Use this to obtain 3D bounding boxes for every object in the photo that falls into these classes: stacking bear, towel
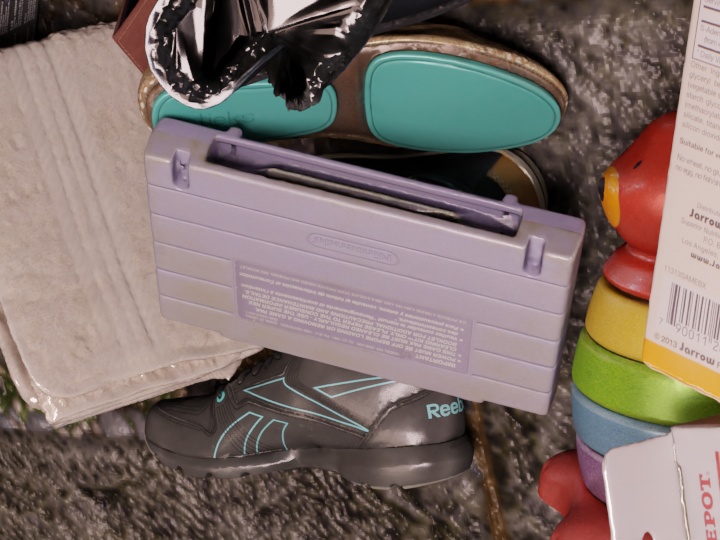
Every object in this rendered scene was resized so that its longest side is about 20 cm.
[{"bbox_3d":[0.144,0.026,0.859,0.113,0.121,0.201,3,107,1],"label":"stacking bear"},{"bbox_3d":[-0.138,-0.027,0.987,0.034,0.132,0.201,-34,74,60],"label":"towel"}]

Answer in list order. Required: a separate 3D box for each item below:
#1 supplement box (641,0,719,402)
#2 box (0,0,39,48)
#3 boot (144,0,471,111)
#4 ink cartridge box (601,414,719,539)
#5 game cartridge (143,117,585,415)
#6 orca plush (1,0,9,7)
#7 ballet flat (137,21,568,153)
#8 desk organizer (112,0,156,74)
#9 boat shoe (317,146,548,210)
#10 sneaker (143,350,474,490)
[{"bbox_3d":[0.187,-0.054,0.746,0.073,0.126,0.201,27,119,45],"label":"supplement box"},{"bbox_3d":[-0.270,-0.155,1.095,0.193,0.047,0.200,29,128,21],"label":"box"},{"bbox_3d":[0.007,-0.127,0.782,0.200,0.168,0.077,-27,100,0],"label":"boot"},{"bbox_3d":[0.193,0.110,0.784,0.067,0.200,0.116,-6,92,48],"label":"ink cartridge box"},{"bbox_3d":[0.000,0.000,0.901,0.199,0.038,0.130,14,147,9],"label":"game cartridge"},{"bbox_3d":[-0.170,-0.193,0.882,0.200,0.071,0.106,-21,77,57],"label":"orca plush"},{"bbox_3d":[-0.004,-0.095,0.905,0.199,0.065,0.071,2,136,-6],"label":"ballet flat"},{"bbox_3d":[-0.059,-0.183,0.915,0.077,0.072,0.200,48,131,7],"label":"desk organizer"},{"bbox_3d":[-0.001,-0.019,0.966,0.200,0.062,0.075,-8,110,39],"label":"boat shoe"},{"bbox_3d":[-0.030,0.070,1.038,0.199,0.075,0.080,-1,99,29],"label":"sneaker"}]
